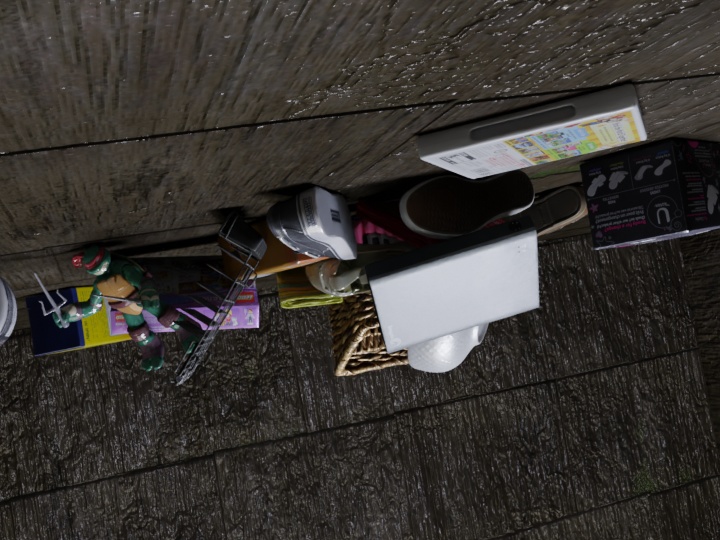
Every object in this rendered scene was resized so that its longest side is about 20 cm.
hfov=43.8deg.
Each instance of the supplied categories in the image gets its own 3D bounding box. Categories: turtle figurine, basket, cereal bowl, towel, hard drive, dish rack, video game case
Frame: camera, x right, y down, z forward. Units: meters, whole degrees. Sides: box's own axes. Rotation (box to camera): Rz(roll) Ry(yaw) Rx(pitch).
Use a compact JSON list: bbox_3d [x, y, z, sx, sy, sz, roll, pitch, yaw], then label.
[{"bbox_3d":[-0.290,0.036,1.099,0.147,0.102,0.201,-13,134,32],"label":"turtle figurine"},{"bbox_3d":[0.062,0.075,1.351,0.196,0.153,0.142,-5,179,-30],"label":"basket"},{"bbox_3d":[0.131,0.042,1.195,0.082,0.205,0.200,14,-175,17],"label":"cereal bowl"},{"bbox_3d":[-0.079,-0.008,1.261,0.084,0.018,0.201,-5,-150,-7],"label":"towel"},{"bbox_3d":[0.110,0.019,1.049,0.196,0.033,0.141,-17,138,-1],"label":"hard drive"},{"bbox_3d":[-0.172,0.036,1.042,0.054,0.203,0.153,29,175,0],"label":"dish rack"},{"bbox_3d":[0.162,-0.120,0.808,0.178,0.023,0.199,-11,176,20],"label":"video game case"},{"bbox_3d":[0.105,-0.062,1.135,0.197,0.023,0.144,-8,-152,-43],"label":"towel"}]

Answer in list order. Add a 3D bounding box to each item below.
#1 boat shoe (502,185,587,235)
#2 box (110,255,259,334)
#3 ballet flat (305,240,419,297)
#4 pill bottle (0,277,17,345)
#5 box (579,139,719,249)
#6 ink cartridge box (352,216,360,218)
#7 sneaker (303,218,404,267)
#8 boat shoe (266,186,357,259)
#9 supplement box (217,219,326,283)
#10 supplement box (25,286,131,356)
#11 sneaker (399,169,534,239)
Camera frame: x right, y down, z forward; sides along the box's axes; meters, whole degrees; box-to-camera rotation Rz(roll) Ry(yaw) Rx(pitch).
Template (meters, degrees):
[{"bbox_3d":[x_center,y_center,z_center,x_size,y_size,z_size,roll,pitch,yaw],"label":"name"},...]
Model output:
[{"bbox_3d":[0.301,-0.089,1.483,0.067,0.074,0.198,-6,175,-44],"label":"boat shoe"},{"bbox_3d":[-0.243,0.030,1.241,0.195,0.040,0.138,-2,-149,-11],"label":"box"},{"bbox_3d":[0.000,0.000,1.112,0.197,0.071,0.069,-10,178,33],"label":"ballet flat"},{"bbox_3d":[-0.450,0.046,1.026,0.104,0.109,0.200,-9,177,-18],"label":"pill bottle"},{"bbox_3d":[0.392,-0.097,1.175,0.130,0.117,0.198,-12,176,39],"label":"box"},{"bbox_3d":[0.079,-0.048,1.338,0.198,0.086,0.143,-7,177,-45],"label":"ink cartridge box"},{"bbox_3d":[0.005,-0.041,1.195,0.196,0.081,0.095,9,-164,23],"label":"sneaker"},{"bbox_3d":[-0.052,-0.046,1.001,0.066,0.073,0.200,-12,175,12],"label":"boat shoe"},{"bbox_3d":[-0.113,-0.031,1.162,0.068,0.068,0.198,-12,180,-37],"label":"supplement box"},{"bbox_3d":[-0.530,0.093,1.719,0.107,0.111,0.200,-11,177,18],"label":"supplement box"},{"bbox_3d":[0.114,-0.072,1.070,0.197,0.074,0.084,-10,176,-35],"label":"sneaker"}]
